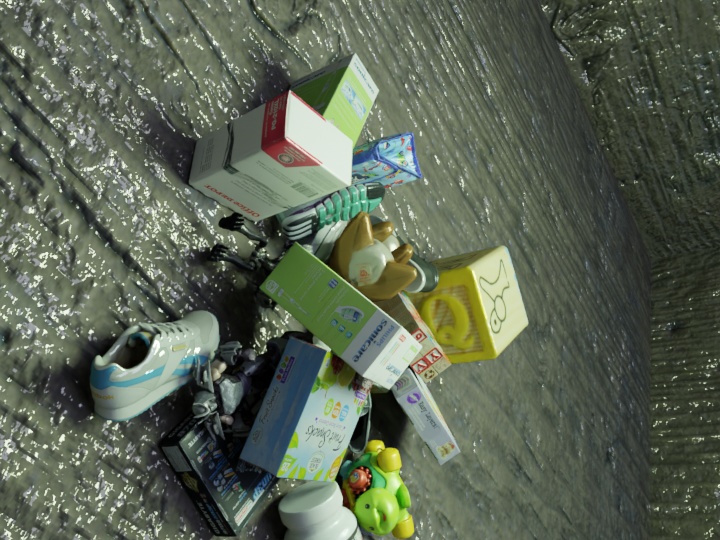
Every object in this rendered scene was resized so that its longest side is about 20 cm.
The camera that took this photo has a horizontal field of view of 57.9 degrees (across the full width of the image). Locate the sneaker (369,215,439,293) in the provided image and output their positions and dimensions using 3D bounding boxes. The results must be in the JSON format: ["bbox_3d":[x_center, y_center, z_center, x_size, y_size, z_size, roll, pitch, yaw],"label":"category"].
[{"bbox_3d":[0.079,-0.025,1.281,0.099,0.071,0.200,19,29,-55],"label":"sneaker"}]

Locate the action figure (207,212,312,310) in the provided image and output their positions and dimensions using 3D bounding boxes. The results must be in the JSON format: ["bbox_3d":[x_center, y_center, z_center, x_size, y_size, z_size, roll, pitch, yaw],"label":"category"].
[{"bbox_3d":[-0.133,-0.003,0.989,0.200,0.102,0.119,32,88,-42],"label":"action figure"}]

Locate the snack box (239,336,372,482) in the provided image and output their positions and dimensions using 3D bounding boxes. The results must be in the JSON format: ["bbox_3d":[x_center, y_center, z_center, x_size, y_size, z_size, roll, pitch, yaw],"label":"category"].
[{"bbox_3d":[-0.066,0.200,0.906,0.170,0.067,0.200,-67,154,-12],"label":"snack box"}]

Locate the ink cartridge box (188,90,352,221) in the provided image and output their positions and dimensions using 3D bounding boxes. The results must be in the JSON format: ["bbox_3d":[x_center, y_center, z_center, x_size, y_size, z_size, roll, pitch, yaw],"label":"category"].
[{"bbox_3d":[-0.132,-0.160,0.964,0.144,0.199,0.085,30,53,-46],"label":"ink cartridge box"}]

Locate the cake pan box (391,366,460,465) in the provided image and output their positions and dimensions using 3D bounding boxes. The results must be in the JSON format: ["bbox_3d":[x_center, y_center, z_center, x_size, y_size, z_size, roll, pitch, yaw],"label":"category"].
[{"bbox_3d":[0.097,0.229,1.205,0.201,0.052,0.184,58,1,-28],"label":"cake pan box"}]

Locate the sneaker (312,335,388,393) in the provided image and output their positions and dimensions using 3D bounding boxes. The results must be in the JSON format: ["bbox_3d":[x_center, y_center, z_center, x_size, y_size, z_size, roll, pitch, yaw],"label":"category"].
[{"bbox_3d":[-0.010,0.155,1.141,0.200,0.075,0.088,38,51,-43],"label":"sneaker"}]

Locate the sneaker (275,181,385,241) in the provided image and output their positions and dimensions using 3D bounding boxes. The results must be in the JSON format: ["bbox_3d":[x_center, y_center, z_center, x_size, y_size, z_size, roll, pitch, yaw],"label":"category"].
[{"bbox_3d":[-0.055,-0.125,1.097,0.199,0.075,0.088,-22,58,-26],"label":"sneaker"}]

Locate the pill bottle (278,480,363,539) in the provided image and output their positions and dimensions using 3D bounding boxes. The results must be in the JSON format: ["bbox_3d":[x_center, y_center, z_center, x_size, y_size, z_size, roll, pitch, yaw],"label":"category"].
[{"bbox_3d":[-0.047,0.425,0.967,0.116,0.116,0.202,-26,101,-54],"label":"pill bottle"}]

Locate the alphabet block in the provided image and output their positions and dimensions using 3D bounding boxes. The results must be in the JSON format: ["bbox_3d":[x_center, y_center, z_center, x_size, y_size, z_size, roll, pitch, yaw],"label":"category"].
[{"bbox_3d":[0.215,0.074,1.379,0.200,0.195,0.197,-24,97,-54],"label":"alphabet block"}]

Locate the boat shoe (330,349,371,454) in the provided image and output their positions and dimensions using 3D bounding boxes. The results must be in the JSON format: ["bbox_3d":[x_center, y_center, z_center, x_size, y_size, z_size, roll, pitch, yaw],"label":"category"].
[{"bbox_3d":[-0.015,0.212,1.061,0.071,0.068,0.202,-10,119,-21],"label":"boat shoe"}]

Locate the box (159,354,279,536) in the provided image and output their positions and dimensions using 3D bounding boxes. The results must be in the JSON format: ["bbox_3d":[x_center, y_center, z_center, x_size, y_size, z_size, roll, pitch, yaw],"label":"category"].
[{"bbox_3d":[-0.168,0.240,0.918,0.200,0.046,0.160,-48,118,-50],"label":"box"}]

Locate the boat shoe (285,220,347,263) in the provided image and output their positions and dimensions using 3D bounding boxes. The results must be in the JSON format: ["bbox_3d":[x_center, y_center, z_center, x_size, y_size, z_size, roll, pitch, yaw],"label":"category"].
[{"bbox_3d":[-0.060,-0.060,1.146,0.066,0.071,0.201,60,39,-30],"label":"boat shoe"}]

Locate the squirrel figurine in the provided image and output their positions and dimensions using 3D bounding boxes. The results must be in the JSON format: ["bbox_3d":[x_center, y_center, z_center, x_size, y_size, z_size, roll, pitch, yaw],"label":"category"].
[{"bbox_3d":[0.000,0.000,1.147,0.141,0.200,0.187,40,10,-4],"label":"squirrel figurine"}]

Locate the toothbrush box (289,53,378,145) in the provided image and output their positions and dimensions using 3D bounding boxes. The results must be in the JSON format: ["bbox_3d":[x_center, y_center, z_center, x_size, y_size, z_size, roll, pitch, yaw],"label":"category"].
[{"bbox_3d":[-0.071,-0.261,1.114,0.086,0.145,0.201,49,43,-34],"label":"toothbrush box"}]

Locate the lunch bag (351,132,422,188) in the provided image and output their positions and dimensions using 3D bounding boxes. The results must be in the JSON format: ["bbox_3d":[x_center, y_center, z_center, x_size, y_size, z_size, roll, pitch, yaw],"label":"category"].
[{"bbox_3d":[0.001,-0.195,1.184,0.200,0.150,0.095,-13,90,-61],"label":"lunch bag"}]

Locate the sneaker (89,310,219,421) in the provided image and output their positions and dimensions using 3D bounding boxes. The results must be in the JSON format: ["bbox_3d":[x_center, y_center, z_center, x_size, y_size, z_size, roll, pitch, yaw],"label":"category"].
[{"bbox_3d":[-0.246,0.099,0.810,0.200,0.076,0.081,-44,145,-51],"label":"sneaker"}]

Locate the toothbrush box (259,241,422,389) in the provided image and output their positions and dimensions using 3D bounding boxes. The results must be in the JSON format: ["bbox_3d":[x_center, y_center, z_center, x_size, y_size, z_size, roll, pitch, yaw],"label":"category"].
[{"bbox_3d":[-0.025,0.067,0.918,0.086,0.200,0.146,-50,156,-3],"label":"toothbrush box"}]

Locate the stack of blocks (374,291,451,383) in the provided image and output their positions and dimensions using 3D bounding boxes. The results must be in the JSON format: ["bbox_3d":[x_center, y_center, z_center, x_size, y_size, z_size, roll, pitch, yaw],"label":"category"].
[{"bbox_3d":[0.082,0.100,1.209,0.115,0.058,0.200,48,7,-34],"label":"stack of blocks"}]

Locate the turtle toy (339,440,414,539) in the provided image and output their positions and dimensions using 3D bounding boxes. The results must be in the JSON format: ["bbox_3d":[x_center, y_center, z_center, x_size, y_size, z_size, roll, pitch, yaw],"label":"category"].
[{"bbox_3d":[0.022,0.366,1.052,0.100,0.200,0.147,-11,88,-16],"label":"turtle toy"}]

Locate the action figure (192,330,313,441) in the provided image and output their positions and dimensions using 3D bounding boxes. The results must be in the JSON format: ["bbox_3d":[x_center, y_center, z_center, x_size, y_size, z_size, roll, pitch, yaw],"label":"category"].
[{"bbox_3d":[-0.149,0.145,0.866,0.200,0.069,0.131,-30,129,-51],"label":"action figure"}]
